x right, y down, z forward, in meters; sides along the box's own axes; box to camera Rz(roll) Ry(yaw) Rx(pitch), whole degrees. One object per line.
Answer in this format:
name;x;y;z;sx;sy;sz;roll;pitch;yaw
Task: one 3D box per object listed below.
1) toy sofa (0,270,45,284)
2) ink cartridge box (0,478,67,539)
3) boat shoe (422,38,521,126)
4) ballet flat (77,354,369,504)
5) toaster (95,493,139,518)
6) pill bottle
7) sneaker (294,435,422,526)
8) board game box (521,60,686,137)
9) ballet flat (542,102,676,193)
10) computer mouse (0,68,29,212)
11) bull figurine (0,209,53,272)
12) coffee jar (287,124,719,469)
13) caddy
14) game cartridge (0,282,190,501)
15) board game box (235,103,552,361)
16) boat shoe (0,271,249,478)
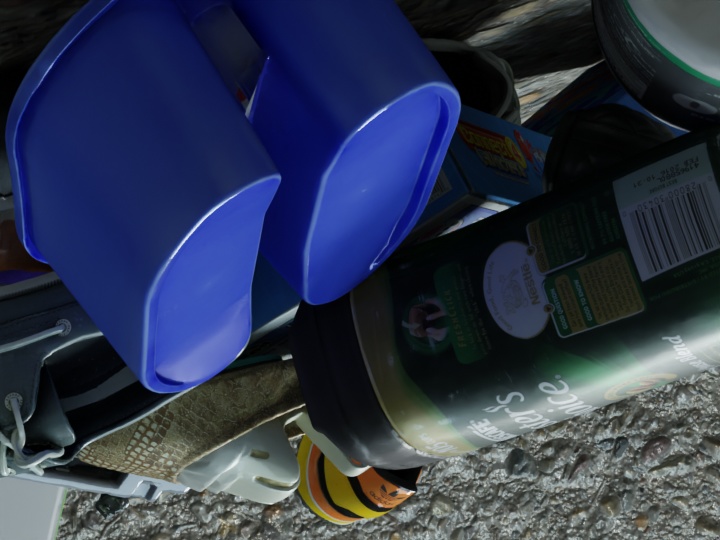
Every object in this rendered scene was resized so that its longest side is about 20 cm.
toy sofa;-0.155;0.001;0.891;0.200;0.083;0.098;-20;177;2
ink cartridge box;-0.270;0.106;0.941;0.145;0.084;0.200;12;-178;-33
boat shoe;0.050;-0.079;0.858;0.067;0.074;0.200;-20;175;27
ballet flat;-0.028;0.066;0.762;0.200;0.065;0.071;-18;162;-27
toaster;-0.111;0.041;1.006;0.129;0.114;0.200;-27;-142;13
pill bottle;0.147;-0.111;0.649;0.113;0.113;0.200;-20;176;5
sneaker;0.027;0.048;0.966;0.070;0.200;0.090;28;154;-28
board game box;0.147;-0.089;1.008;0.200;0.045;0.152;-40;-171;-40
ballet flat;0.126;-0.018;0.788;0.057;0.067;0.200;21;170;21
computer mouse;-0.185;-0.021;0.646;0.200;0.034;0.059;-25;155;12
bull figurine;-0.113;-0.035;0.736;0.200;0.065;0.121;-22;172;-40
coffee jar;0.075;0.017;0.682;0.200;0.085;0.104;-21;164;23
caddy;-0.051;-0.046;0.597;0.141;0.105;0.200;-32;164;-21
game cartridge;-0.181;0.044;0.781;0.200;0.133;0.042;17;115;-38
board game box;0.000;0.000;0.820;0.200;0.056;0.196;-32;164;20
boat shoe;-0.135;0.048;0.684;0.200;0.073;0.062;-27;-140;-16
